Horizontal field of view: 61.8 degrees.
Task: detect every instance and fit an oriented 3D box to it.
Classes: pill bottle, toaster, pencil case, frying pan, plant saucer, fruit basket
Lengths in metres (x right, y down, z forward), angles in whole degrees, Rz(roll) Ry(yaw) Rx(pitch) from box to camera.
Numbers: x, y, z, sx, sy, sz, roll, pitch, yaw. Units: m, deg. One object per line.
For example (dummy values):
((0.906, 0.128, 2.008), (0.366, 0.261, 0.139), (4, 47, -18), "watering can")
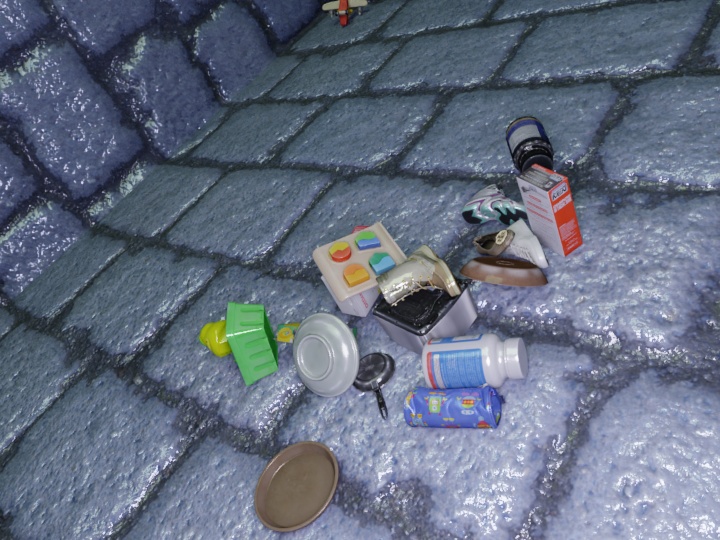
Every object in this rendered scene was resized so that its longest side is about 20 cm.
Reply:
((0.238, 0.190, 1.248), (0.199, 0.112, 0.113), (-8, 42, 27), "pill bottle")
((0.479, -0.340, 1.694), (0.111, 0.112, 0.200), (-18, 39, 16), "pill bottle")
((0.161, 0.093, 1.406), (0.181, 0.119, 0.200), (-47, 40, -19), "toaster")
((0.186, 0.274, 1.213), (0.199, 0.078, 0.087), (-7, 72, 27), "pencil case")
((0.020, 0.261, 1.389), (0.114, 0.031, 0.190), (-12, 38, 25), "frying pan")
((-0.095, 0.201, 1.411), (0.199, 0.201, 0.050), (1, 3, 35), "plant saucer")
((0.327, -0.002, 1.370), (0.199, 0.037, 0.200), (5, 11, -1), "plant saucer")
((-0.131, 0.454, 1.266), (0.199, 0.030, 0.201), (-19, 39, 16), "plant saucer")
((-0.328, 0.187, 1.562), (0.215, 0.216, 0.156), (-23, 37, 9), "fruit basket")

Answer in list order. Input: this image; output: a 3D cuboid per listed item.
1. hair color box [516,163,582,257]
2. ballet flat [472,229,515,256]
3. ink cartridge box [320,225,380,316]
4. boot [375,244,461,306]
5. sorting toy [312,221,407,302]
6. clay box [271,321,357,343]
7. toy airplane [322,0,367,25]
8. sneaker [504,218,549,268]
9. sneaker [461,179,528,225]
((0.445, -0.140, 1.412), (0.064, 0.200, 0.111), (-36, 37, -7), "hair color box")
((0.320, -0.071, 1.465), (0.068, 0.046, 0.200), (-54, 5, -5), "ballet flat")
((0.000, 0.000, 1.600), (0.083, 0.145, 0.200), (5, 49, 37), "ink cartridge box")
((0.125, 0.031, 1.345), (0.154, 0.072, 0.200), (-32, 32, -3), "boot")
((-0.001, -0.030, 1.497), (0.199, 0.037, 0.185), (-26, 51, -10), "sorting toy")
((-0.121, 0.160, 1.529), (0.199, 0.115, 0.048), (3, 92, 35), "clay box")
((-0.087, -1.477, 3.365), (0.199, 0.141, 0.200), (-45, 71, 1), "toy airplane")
((0.393, -0.050, 1.460), (0.084, 0.073, 0.200), (-27, 26, 9), "sneaker")
((0.381, -0.193, 1.619), (0.199, 0.078, 0.140), (7, 51, 39), "sneaker")
